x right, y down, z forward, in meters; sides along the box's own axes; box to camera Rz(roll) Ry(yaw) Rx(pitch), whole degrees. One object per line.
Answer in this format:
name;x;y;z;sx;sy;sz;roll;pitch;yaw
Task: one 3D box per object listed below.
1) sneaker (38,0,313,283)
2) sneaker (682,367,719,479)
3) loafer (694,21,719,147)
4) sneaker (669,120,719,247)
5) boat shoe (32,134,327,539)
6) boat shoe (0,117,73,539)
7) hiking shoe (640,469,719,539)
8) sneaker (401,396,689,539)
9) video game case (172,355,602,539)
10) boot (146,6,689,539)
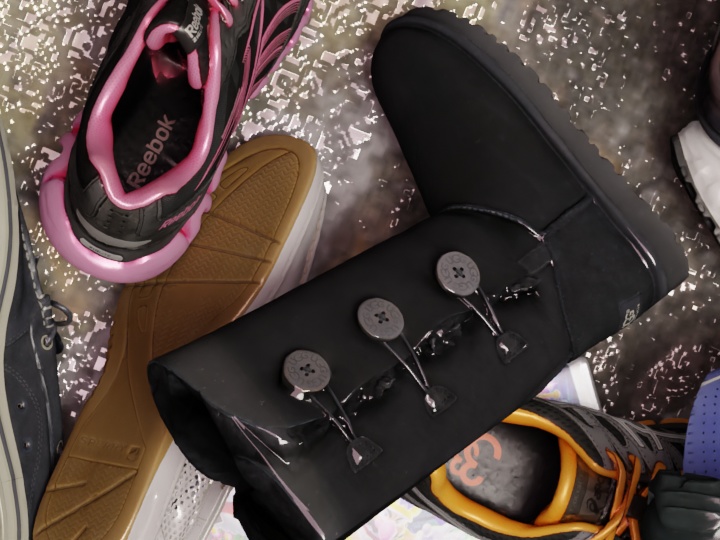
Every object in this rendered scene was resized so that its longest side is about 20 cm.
sneaker;-0.063;-0.095;0.850;0.079;0.095;0.200;19;75;-3
sneaker;0.213;0.054;0.789;0.199;0.115;0.081;0;77;18
loafer;0.191;-0.137;0.846;0.072;0.063;0.200;28;88;18
sneaker;0.208;0.011;0.894;0.079;0.074;0.200;-34;95;9
boat shoe;-0.061;0.042;0.886;0.069;0.071;0.200;39;72;-44
boat shoe;-0.156;0.024;0.874;0.074;0.062;0.201;-4;95;21
hiking shoe;0.150;0.142;0.809;0.074;0.200;0.087;5;63;32
sneaker;0.097;0.091;0.876;0.200;0.077;0.078;13;90;-7
video game case;0.018;0.132;0.918;0.200;0.018;0.144;-17;94;-4
boot;0.001;0.001;0.830;0.200;0.066;0.165;-35;66;-25
